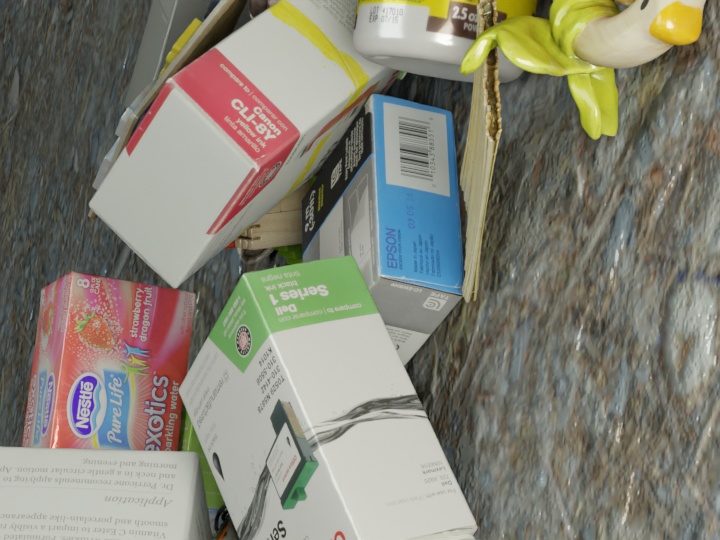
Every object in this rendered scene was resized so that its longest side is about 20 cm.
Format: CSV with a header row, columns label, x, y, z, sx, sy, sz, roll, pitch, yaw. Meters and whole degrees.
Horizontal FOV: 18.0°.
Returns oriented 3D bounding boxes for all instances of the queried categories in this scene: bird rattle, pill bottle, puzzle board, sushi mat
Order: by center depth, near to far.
label,x,y,z,sx,sy,sz,roll,pitch,yaw
bird rattle,0.143,-0.173,1.214,0.163,0.113,0.200,-2,65,59
sushi mat,0.070,-0.067,1.337,0.200,0.012,0.096,93,177,-62
pill bottle,0.063,-0.220,1.388,0.109,0.109,0.200,-174,94,-71
puzzle board,-0.135,-0.127,1.604,0.151,0.017,0.200,-53,0,-23

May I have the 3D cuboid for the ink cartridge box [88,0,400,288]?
label,x,y,z,sx,sy,sz,roll,pitch,yaw
ink cartridge box,-0.064,-0.100,1.487,0.200,0.083,0.145,-42,-7,-42

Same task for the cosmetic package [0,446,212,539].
label,x,y,z,sx,sy,sz,roll,pitch,yaw
cosmetic package,-0.191,0.245,1.535,0.165,0.165,0.200,86,-172,-48

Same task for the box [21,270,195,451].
label,x,y,z,sx,sy,sz,roll,pitch,yaw
box,-0.194,0.110,1.706,0.095,0.102,0.200,156,123,-67

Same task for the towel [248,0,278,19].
label,x,y,z,sx,sy,sz,roll,pitch,yaw
towel,-0.017,-0.263,1.569,0.200,0.032,0.191,-62,3,-4

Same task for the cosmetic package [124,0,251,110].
label,x,y,z,sx,sy,sz,roll,pitch,yaw
cosmetic package,-0.121,-0.199,1.911,0.090,0.107,0.200,-112,39,-56

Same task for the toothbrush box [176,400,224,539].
label,x,y,z,sx,sy,sz,roll,pitch,yaw
toothbrush box,-0.119,0.184,1.742,0.146,0.086,0.200,174,104,-71

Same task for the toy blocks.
label,x,y,z,sx,sy,sz,roll,pitch,yaw
toy blocks,-0.112,-0.047,1.701,0.200,0.137,0.100,10,105,58

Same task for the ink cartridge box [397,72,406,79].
label,x,y,z,sx,sy,sz,roll,pitch,yaw
ink cartridge box,0.019,-0.204,1.577,0.200,0.059,0.104,123,153,-48

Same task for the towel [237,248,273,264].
label,x,y,z,sx,sy,sz,roll,pitch,yaw
towel,-0.061,-0.116,1.806,0.200,0.034,0.133,118,155,-44

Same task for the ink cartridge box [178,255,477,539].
label,x,y,z,sx,sy,sz,roll,pitch,yaw
ink cartridge box,-0.024,0.116,1.413,0.200,0.084,0.146,65,147,26

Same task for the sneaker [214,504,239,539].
label,x,y,z,sx,sy,sz,roll,pitch,yaw
sneaker,-0.064,0.166,1.606,0.074,0.079,0.200,120,154,-49

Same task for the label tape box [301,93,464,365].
label,x,y,z,sx,sy,sz,roll,pitch,yaw
label tape box,0.000,0.000,1.527,0.200,0.063,0.144,126,149,-51
